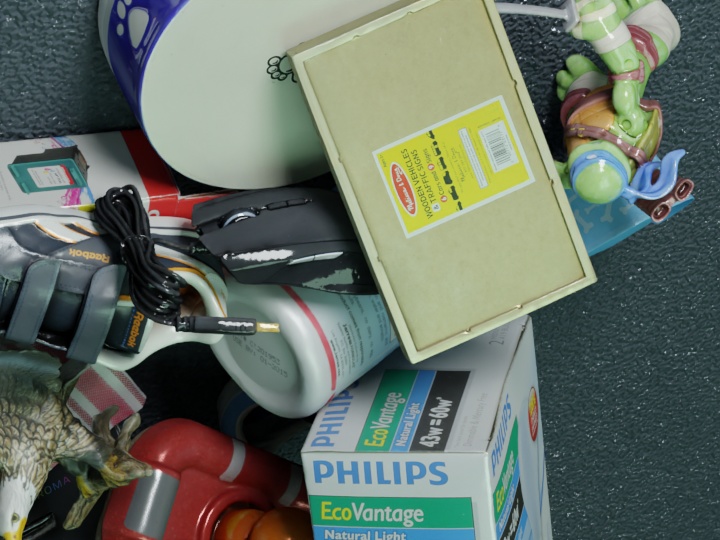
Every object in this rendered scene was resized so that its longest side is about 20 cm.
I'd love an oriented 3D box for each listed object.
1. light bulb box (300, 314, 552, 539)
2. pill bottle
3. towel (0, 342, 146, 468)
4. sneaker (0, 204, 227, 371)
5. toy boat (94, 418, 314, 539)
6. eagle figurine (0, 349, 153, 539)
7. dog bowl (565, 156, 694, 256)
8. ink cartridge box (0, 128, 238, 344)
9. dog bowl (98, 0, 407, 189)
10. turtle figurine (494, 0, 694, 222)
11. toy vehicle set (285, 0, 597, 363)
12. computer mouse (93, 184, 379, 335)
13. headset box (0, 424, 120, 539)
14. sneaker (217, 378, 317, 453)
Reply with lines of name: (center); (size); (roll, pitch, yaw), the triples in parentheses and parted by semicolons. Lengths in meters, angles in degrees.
light bulb box: (0.050, 0.159, 1.664); (0.124, 0.199, 0.201); (-1, 115, 13)
pill bottle: (0.000, 0.000, 1.633); (0.200, 0.108, 0.109); (-37, 149, -33)
towel: (-0.260, 0.099, 1.698); (0.199, 0.030, 0.146); (-33, 138, 5)
sneaker: (-0.169, 0.011, 1.505); (0.199, 0.080, 0.079); (-3, 136, -27)
toy boat: (-0.071, 0.183, 1.692); (0.199, 0.130, 0.131); (25, 76, -35)
eagle figurine: (-0.236, 0.109, 1.593); (0.199, 0.151, 0.153); (15, 110, -27)
dog bowl: (0.136, -0.024, 1.717); (0.200, 0.050, 0.111); (-32, 173, 41)
ink cartridge box: (-0.185, -0.021, 1.576); (0.199, 0.067, 0.117); (-7, 137, -24)
dog bowl: (-0.052, -0.146, 1.508); (0.199, 0.079, 0.201); (-16, 139, -14)
turtle figurine: (0.122, -0.120, 1.591); (0.198, 0.194, 0.145); (8, 115, 14)
toy vehicle set: (0.049, -0.061, 1.486); (0.123, 0.027, 0.201); (-22, 105, -4)
computer mouse: (-0.051, -0.010, 1.488); (0.198, 0.141, 0.046); (7, 121, -21)
headset box: (-0.206, 0.225, 1.811); (0.173, 0.093, 0.200); (-27, 141, -2)
sneaker: (-0.020, 0.062, 1.760); (0.200, 0.073, 0.072); (-45, 136, 18)
